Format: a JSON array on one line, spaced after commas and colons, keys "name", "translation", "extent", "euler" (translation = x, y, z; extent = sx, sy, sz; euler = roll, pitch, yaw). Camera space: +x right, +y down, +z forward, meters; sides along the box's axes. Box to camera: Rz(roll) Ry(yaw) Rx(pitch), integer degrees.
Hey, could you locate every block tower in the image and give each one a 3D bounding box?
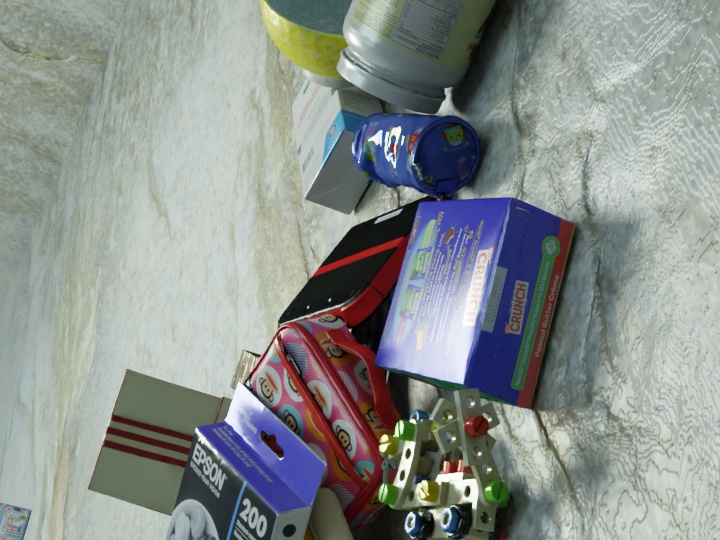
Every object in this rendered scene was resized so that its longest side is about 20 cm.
[{"name": "block tower", "translation": [-0.105, 0.140, 1.776], "extent": [0.200, 0.057, 0.055], "euler": [12, 85, 70]}]

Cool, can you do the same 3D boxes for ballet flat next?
[{"name": "ballet flat", "translation": [0.011, 0.120, 1.532], "extent": [0.067, 0.046, 0.202], "euler": [-14, 67, 54]}]

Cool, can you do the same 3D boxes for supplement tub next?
[{"name": "supplement tub", "translation": [0.067, -0.283, 1.535], "extent": [0.202, 0.144, 0.145], "euler": [-66, 23, 18]}]

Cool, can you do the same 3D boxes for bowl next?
[{"name": "bowl", "translation": [-0.026, -0.285, 1.738], "extent": [0.201, 0.198, 0.109], "euler": [-101, 15, -50]}]

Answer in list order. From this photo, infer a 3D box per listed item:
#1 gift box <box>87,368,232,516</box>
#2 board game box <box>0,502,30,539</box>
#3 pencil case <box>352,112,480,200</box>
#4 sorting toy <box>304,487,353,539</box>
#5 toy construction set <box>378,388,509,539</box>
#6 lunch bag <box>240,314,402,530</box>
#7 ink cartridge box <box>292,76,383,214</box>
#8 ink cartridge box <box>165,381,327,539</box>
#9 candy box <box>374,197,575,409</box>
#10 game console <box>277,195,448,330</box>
[{"name": "gift box", "translation": [-0.236, 0.237, 1.845], "extent": [0.200, 0.185, 0.187], "euler": [163, 125, -83]}, {"name": "board game box", "translation": [-0.775, 0.600, 3.092], "extent": [0.200, 0.061, 0.202], "euler": [-16, 59, 65]}, {"name": "pencil case", "translation": [0.057, -0.124, 1.539], "extent": [0.200, 0.077, 0.088], "euler": [-160, 73, -68]}, {"name": "sorting toy", "translation": [-0.053, 0.330, 1.432], "extent": [0.200, 0.036, 0.187], "euler": [-42, 66, 50]}, {"name": "toy construction set", "translation": [0.079, 0.172, 1.266], "extent": [0.200, 0.091, 0.133], "euler": [134, 146, -69]}, {"name": "lunch bag", "translation": [-0.027, 0.149, 1.453], "extent": [0.201, 0.081, 0.177], "euler": [56, 132, 25]}, {"name": "ink cartridge box", "translation": [-0.027, -0.181, 1.800], "extent": [0.116, 0.067, 0.201], "euler": [-58, 27, 33]}, {"name": "ink cartridge box", "translation": [-0.120, 0.238, 1.438], "extent": [0.198, 0.043, 0.202], "euler": [33, 110, 53]}, {"name": "candy box", "translation": [0.101, 0.025, 1.323], "extent": [0.200, 0.076, 0.171], "euler": [5, 78, 69]}, {"name": "game console", "translation": [0.000, 0.000, 1.559], "extent": [0.177, 0.031, 0.199], "euler": [-51, 17, -28]}]
